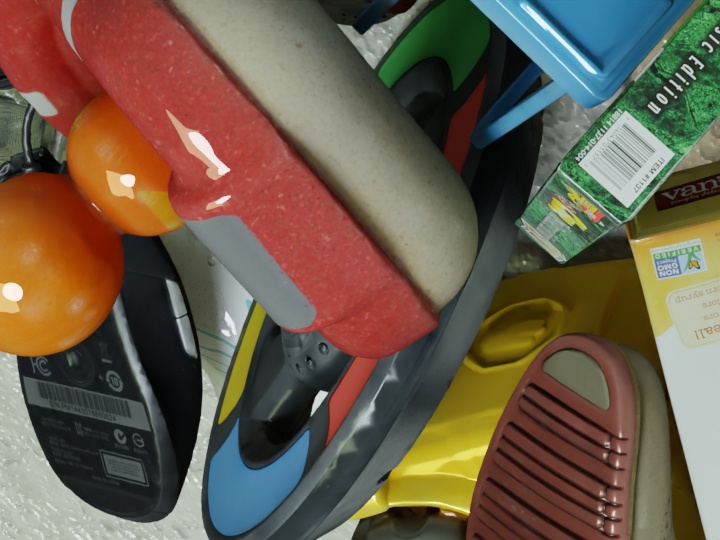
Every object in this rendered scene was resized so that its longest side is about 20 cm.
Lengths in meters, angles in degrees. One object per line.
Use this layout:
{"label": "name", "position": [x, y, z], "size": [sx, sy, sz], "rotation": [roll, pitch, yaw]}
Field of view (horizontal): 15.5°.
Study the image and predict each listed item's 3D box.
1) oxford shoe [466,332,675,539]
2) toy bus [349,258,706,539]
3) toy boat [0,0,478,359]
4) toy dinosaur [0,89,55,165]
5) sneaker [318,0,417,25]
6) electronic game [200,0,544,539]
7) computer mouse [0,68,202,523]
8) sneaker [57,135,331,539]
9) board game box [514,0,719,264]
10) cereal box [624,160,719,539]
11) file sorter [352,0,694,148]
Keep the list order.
{"label": "oxford shoe", "position": [0.079, 0.107, 0.823], "size": [0.070, 0.075, 0.201], "rotation": [39, 132, 51]}
{"label": "toy bus", "position": [0.113, 0.086, 0.898], "size": [0.191, 0.136, 0.200], "rotation": [-19, 118, 32]}
{"label": "toy boat", "position": [-0.064, -0.030, 0.742], "size": [0.131, 0.131, 0.200], "rotation": [49, 179, -31]}
{"label": "toy dinosaur", "position": [-0.151, -0.068, 1.023], "size": [0.088, 0.048, 0.200], "rotation": [27, 144, -7]}
{"label": "sneaker", "position": [-0.057, -0.122, 0.867], "size": [0.200, 0.078, 0.082], "rotation": [26, 147, 33]}
{"label": "electronic game", "position": [0.000, 0.000, 0.835], "size": [0.041, 0.201, 0.200], "rotation": [26, 147, -14]}
{"label": "computer mouse", "position": [-0.073, -0.005, 0.916], "size": [0.140, 0.046, 0.201], "rotation": [3, 117, 42]}
{"label": "sneaker", "position": [-0.038, 0.012, 1.000], "size": [0.080, 0.071, 0.201], "rotation": [-21, 117, 33]}
{"label": "board game box", "position": [0.083, -0.050, 0.661], "size": [0.023, 0.105, 0.200], "rotation": [44, 179, 2]}
{"label": "cereal box", "position": [0.169, 0.049, 0.792], "size": [0.143, 0.040, 0.201], "rotation": [-15, 118, 7]}
{"label": "file sorter", "position": [0.017, -0.149, 0.698], "size": [0.200, 0.139, 0.123], "rotation": [43, 165, -4]}
